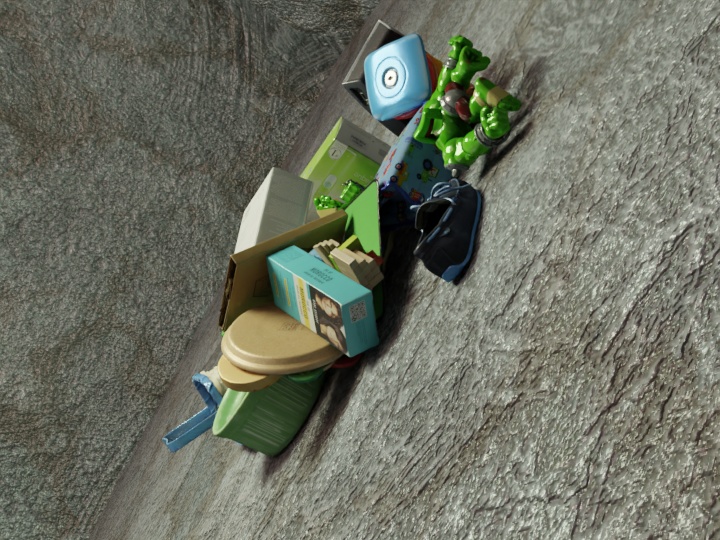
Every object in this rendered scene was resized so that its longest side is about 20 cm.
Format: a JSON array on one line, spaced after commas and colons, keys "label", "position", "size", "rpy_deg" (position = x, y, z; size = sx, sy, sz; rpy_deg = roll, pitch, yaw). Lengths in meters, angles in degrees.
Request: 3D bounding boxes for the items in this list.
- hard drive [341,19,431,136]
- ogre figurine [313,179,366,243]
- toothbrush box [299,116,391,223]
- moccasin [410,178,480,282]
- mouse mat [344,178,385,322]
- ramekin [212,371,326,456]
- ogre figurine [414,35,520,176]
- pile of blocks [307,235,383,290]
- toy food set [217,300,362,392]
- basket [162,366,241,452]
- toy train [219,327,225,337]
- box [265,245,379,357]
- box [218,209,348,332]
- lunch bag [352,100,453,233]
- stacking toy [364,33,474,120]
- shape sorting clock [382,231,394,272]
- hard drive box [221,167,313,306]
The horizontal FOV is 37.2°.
[{"label": "hard drive", "position": [0.077, -0.282, 1.667], "size": [0.042, 0.200, 0.135], "rpy_deg": [13, 71, 56]}, {"label": "ogre figurine", "position": [-0.036, -0.070, 1.769], "size": [0.120, 0.098, 0.200], "rpy_deg": [-29, -44, -58]}, {"label": "toothbrush box", "position": [-0.028, -0.142, 1.870], "size": [0.200, 0.145, 0.086], "rpy_deg": [-51, 15, 34]}, {"label": "moccasin", "position": [0.103, -0.066, 1.302], "size": [0.081, 0.068, 0.200], "rpy_deg": [-54, 12, 26]}, {"label": "mouse mat", "position": [0.004, -0.015, 1.520], "size": [0.161, 0.008, 0.200], "rpy_deg": [143, 126, -67]}, {"label": "ramekin", "position": [-0.132, 0.181, 1.617], "size": [0.200, 0.098, 0.200], "rpy_deg": [-56, 12, 18]}, {"label": "ogre figurine", "position": [0.134, -0.212, 1.408], "size": [0.200, 0.098, 0.120], "rpy_deg": [56, 130, 30]}, {"label": "pile of blocks", "position": [-0.022, -0.020, 1.475], "size": [0.062, 0.082, 0.200], "rpy_deg": [-41, 15, -16]}, {"label": "toy food set", "position": [-0.095, 0.098, 1.486], "size": [0.200, 0.198, 0.049], "rpy_deg": [-86, -10, -63]}, {"label": "basket", "position": [-0.240, 0.235, 1.786], "size": [0.200, 0.139, 0.176], "rpy_deg": [-30, 4, -13]}, {"label": "toy train", "position": [-0.189, 0.103, 1.669], "size": [0.042, 0.056, 0.200], "rpy_deg": [-59, 11, -3]}, {"label": "box", "position": [-0.054, 0.039, 1.449], "size": [0.049, 0.082, 0.200], "rpy_deg": [-23, 30, -26]}, {"label": "box", "position": [-0.114, 0.000, 1.581], "size": [0.200, 0.021, 0.164], "rpy_deg": [-24, -29, -31]}, {"label": "lunch bag", "position": [0.056, -0.134, 1.569], "size": [0.200, 0.094, 0.151], "rpy_deg": [-25, 36, 60]}, {"label": "stacking toy", "position": [0.109, -0.276, 1.613], "size": [0.116, 0.200, 0.110], "rpy_deg": [-17, 79, 40]}, {"label": "shape sorting clock", "position": [0.000, 0.000, 1.653], "size": [0.200, 0.039, 0.200], "rpy_deg": [-57, 14, 23]}, {"label": "hard drive box", "position": [-0.154, -0.042, 1.763], "size": [0.156, 0.077, 0.200], "rpy_deg": [132, 153, -55]}]
